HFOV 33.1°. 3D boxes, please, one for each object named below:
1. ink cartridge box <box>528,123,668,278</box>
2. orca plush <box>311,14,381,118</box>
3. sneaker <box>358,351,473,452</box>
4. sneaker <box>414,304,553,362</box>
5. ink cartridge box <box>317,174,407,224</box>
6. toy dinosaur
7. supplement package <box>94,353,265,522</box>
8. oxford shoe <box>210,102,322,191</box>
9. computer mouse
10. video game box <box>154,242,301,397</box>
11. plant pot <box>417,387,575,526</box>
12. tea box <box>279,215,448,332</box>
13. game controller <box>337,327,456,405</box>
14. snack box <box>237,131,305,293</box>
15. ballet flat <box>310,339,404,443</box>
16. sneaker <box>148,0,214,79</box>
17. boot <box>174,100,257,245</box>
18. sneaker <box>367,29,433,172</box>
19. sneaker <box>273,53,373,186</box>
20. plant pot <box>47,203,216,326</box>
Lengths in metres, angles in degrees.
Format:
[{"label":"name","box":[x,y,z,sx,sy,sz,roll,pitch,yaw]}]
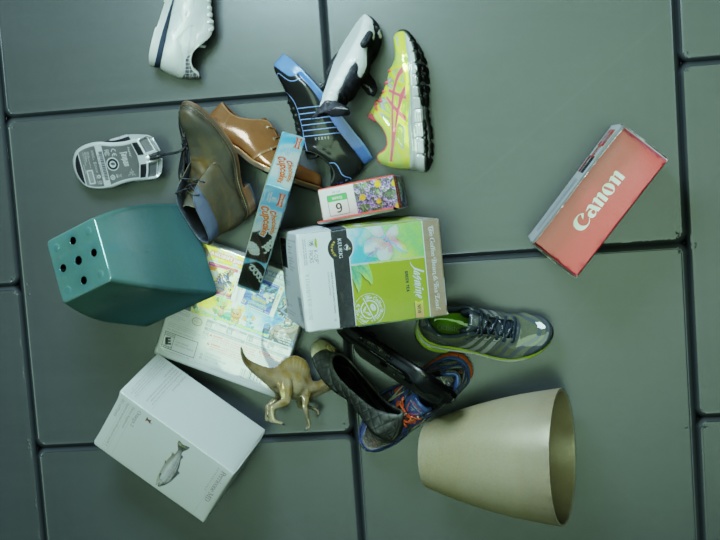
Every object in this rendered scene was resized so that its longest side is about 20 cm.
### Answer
[{"label":"ink cartridge box","box":[0.319,-0.095,1.642,0.084,0.176,0.201,37,99,2]},{"label":"orca plush","box":[0.001,-0.269,1.681,0.071,0.201,0.105,34,127,-18]},{"label":"sneaker","box":[0.074,0.191,1.747,0.200,0.078,0.075,-42,89,9]},{"label":"sneaker","box":[0.174,0.086,1.715,0.198,0.081,0.075,0,74,6]},{"label":"ink cartridge box","box":[0.001,-0.099,1.667,0.108,0.200,0.051,-10,92,8]},{"label":"toy dinosaur","box":[-0.111,0.170,1.748,0.199,0.058,0.102,18,81,-34]},{"label":"supplement package","box":[-0.261,0.241,1.757,0.199,0.117,0.117,34,121,3]},{"label":"oxford shoe","box":[-0.134,-0.177,1.745,0.199,0.071,0.072,30,91,3]},{"label":"computer mouse","box":[-0.325,-0.168,1.772,0.198,0.044,0.111,-5,109,14]},{"label":"video game box","box":[-0.183,0.066,1.783,0.198,0.047,0.184,20,100,4]},{"label":"plant pot","box":[0.187,0.261,1.703,0.198,0.187,0.189,-3,95,20]},{"label":"tea box","box":[0.000,0.000,1.655,0.195,0.200,0.135,-8,95,-9]},{"label":"game controller","box":[0.048,0.124,1.690,0.199,0.104,0.042,30,75,42]},{"label":"snack box","box":[-0.124,-0.079,1.678,0.037,0.117,0.201,16,134,-5]},{"label":"ballet flat","box":[-0.002,0.163,1.733,0.200,0.066,0.057,46,124,30]},{"label":"sneaker","box":[-0.243,-0.378,1.744,0.080,0.076,0.202,17,102,-6]},{"label":"boot","box":[-0.221,-0.133,1.703,0.074,0.097,0.201,8,135,44]},{"label":"sneaker","box":[0.051,-0.238,1.713,0.089,0.078,0.202,-2,92,17]},{"label":"sneaker","box":[-0.070,-0.213,1.731,0.078,0.070,0.200,-39,91,2]},{"label":"plant pot","box":[-0.329,-0.010,1.688,0.141,0.200,0.142,-23,78,25]}]
